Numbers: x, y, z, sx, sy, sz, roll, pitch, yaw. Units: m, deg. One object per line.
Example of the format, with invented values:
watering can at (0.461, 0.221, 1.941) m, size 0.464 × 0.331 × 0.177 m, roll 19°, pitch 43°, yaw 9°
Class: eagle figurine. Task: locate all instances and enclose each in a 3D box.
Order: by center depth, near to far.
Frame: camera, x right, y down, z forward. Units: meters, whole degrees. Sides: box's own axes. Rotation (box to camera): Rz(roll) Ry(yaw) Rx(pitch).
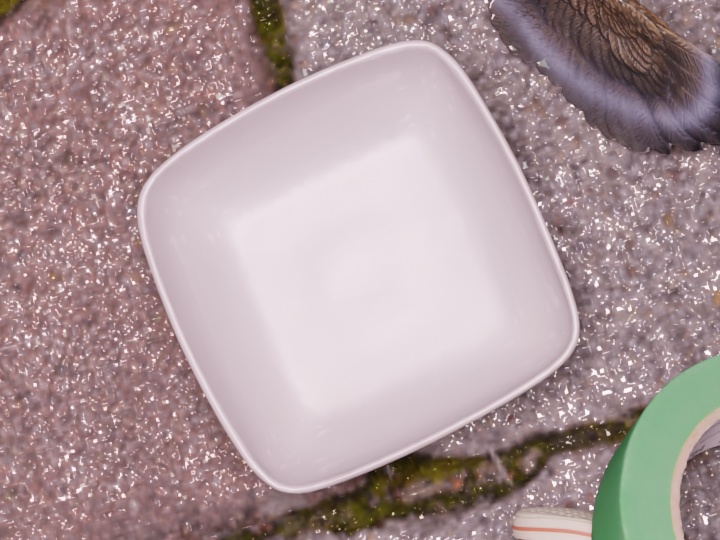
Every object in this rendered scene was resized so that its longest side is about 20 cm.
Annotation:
eagle figurine at (0.125, -0.168, 1.226) m, size 0.199 × 0.151 × 0.152 m, roll 25°, pitch 132°, yaw -19°

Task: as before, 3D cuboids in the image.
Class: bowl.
bowl at (0.000, 0.000, 1.235) m, size 0.199 × 0.075 × 0.201 m, roll -26°, pitch 82°, yaw 4°

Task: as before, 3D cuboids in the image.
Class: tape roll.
tape roll at (0.215, 0.136, 1.154) m, size 0.199 × 0.048 × 0.201 m, roll 8°, pitch 56°, yaw -11°

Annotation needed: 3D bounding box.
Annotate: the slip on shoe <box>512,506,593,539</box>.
slip on shoe at (0.169, 0.172, 1.198) m, size 0.199 × 0.074 × 0.061 m, roll 23°, pitch 91°, yaw 5°
